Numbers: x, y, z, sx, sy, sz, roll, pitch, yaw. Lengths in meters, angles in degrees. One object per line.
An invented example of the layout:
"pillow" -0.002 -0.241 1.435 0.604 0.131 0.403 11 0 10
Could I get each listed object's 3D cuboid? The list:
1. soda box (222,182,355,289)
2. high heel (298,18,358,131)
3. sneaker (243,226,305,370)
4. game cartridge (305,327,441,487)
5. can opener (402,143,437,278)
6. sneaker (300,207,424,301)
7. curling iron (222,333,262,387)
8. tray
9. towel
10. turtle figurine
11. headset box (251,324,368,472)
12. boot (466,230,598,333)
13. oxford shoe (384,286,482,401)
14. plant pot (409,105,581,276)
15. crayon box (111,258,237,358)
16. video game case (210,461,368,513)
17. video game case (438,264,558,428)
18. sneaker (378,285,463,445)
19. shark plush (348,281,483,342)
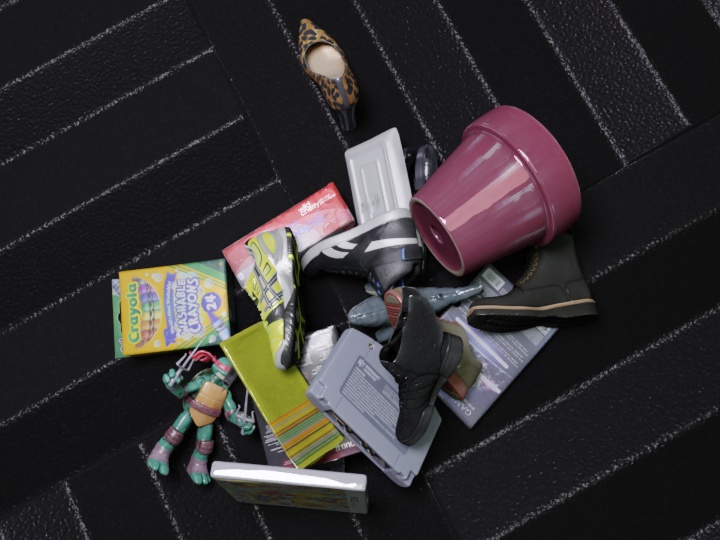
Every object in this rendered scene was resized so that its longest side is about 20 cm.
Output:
"soda box" -0.106 -0.049 0.975 0.198 0.063 0.071 -31 82 -2
"high heel" -0.053 -0.326 0.973 0.070 0.143 0.203 -24 81 -1
"sneaker" -0.121 0.041 0.893 0.075 0.076 0.204 -7 66 3
"game cartridge" 0.025 0.184 0.894 0.200 0.040 0.134 47 55 -14
"can opener" 0.077 -0.090 0.974 0.062 0.079 0.205 6 91 -3
"sneaker" 0.000 0.000 0.922 0.198 0.072 0.114 -26 73 30
"curling iron" -0.153 0.090 0.920 0.049 0.026 0.202 19 44 1
"tray" 0.028 -0.105 0.970 0.106 0.022 0.205 -18 79 36
"towel" -0.106 0.164 0.864 0.085 0.018 0.202 -24 76 -44
"turtle figurine" -0.222 0.199 0.925 0.147 0.101 0.203 25 92 -10
"headset box" -0.075 0.199 0.929 0.146 0.075 0.204 -17 80 1
"boot" 0.238 0.012 0.933 0.195 0.078 0.141 0 69 -19
"oxford shoe" 0.104 0.090 0.900 0.074 0.070 0.201 -45 117 -19
"plant pot" 0.173 -0.095 0.889 0.178 0.200 0.202 -35 81 -10
"crayon box" -0.292 0.060 0.975 0.195 0.052 0.129 -7 81 3
"video game case" -0.087 0.297 0.864 0.195 0.183 0.023 4 61 4
"video game case" 0.179 0.111 0.958 0.143 0.019 0.200 43 87 8
"sneaker" 0.062 0.128 0.831 0.102 0.060 0.203 20 107 -17
"shark plush" 0.082 0.058 0.934 0.195 0.083 0.093 0 82 6
